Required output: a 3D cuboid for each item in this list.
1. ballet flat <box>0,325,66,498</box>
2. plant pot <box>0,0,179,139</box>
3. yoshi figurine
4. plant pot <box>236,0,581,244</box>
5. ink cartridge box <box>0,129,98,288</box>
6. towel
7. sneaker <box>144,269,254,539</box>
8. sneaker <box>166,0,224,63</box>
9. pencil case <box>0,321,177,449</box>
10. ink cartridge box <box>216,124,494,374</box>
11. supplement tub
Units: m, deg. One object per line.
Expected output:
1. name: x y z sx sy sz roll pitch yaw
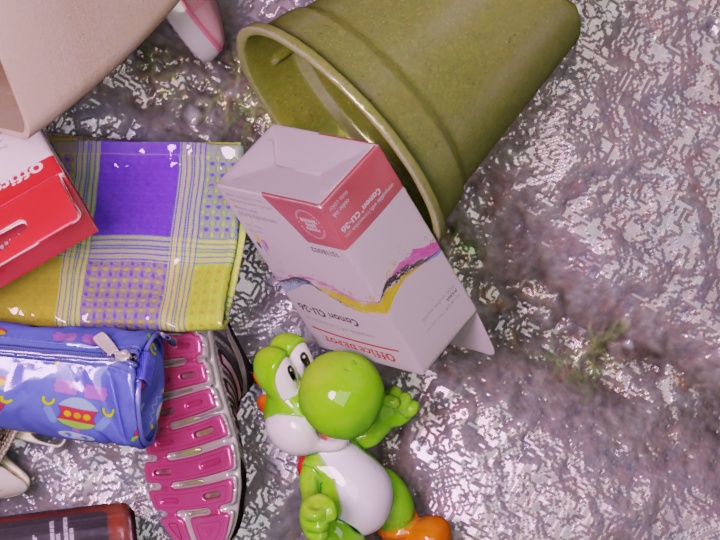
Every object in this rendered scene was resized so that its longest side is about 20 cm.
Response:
1. ballet flat: -0.247 0.112 1.641 0.075 0.068 0.201 35 86 -16
2. plant pot: -0.223 -0.223 1.503 0.177 0.200 0.201 -31 116 -27
3. yoshi figurine: -0.004 0.134 1.624 0.111 0.113 0.201 -24 110 10
4. plant pot: 0.046 -0.150 1.606 0.184 0.200 0.201 -44 96 -14
5. ink cartridge box: -0.258 -0.054 1.567 0.116 0.200 0.067 -30 140 -3
6. towel: -0.178 -0.028 1.613 0.199 0.023 0.144 5 72 14
7. sneaker: -0.110 0.099 1.637 0.073 0.087 0.201 -12 85 22
8. sneaker: -0.121 -0.254 1.626 0.104 0.075 0.201 -27 91 1
9. pencil case: -0.228 0.069 1.566 0.199 0.087 0.078 7 53 3
10. ink cartridge box: 0.000 0.000 1.592 0.068 0.116 0.200 -48 126 -23
11. supplement tub: -0.253 0.226 1.624 0.199 0.107 0.108 -6 94 -5
